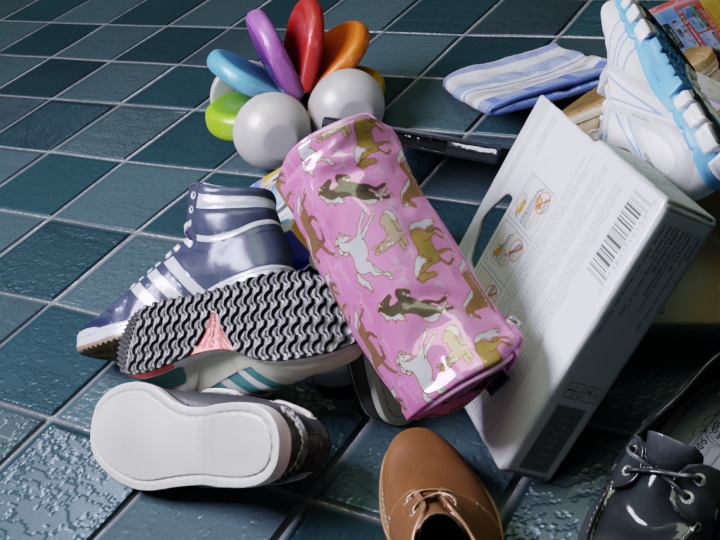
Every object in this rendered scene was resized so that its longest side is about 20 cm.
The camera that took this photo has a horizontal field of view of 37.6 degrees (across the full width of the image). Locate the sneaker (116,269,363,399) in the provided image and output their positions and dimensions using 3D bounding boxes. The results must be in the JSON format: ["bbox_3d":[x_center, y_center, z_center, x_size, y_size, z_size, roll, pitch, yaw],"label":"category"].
[{"bbox_3d":[-0.072,0.057,0.759,0.199,0.093,0.070,-10,58,25],"label":"sneaker"}]

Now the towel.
[{"bbox_3d":[0.174,-0.202,1.109,0.147,0.024,0.200,-16,19,-3],"label":"towel"}]

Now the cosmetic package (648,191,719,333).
[{"bbox_3d":[0.211,-0.008,0.748,0.200,0.105,0.071,-2,-8,18],"label":"cosmetic package"}]

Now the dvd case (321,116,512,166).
[{"bbox_3d":[0.082,-0.117,0.990,0.200,0.018,0.143,16,11,37],"label":"dvd case"}]

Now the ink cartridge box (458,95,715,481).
[{"bbox_3d":[0.123,0.007,0.701,0.043,0.200,0.174,17,23,-24],"label":"ink cartridge box"}]

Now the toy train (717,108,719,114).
[{"bbox_3d":[0.288,-0.082,0.774,0.200,0.056,0.150,4,-1,45],"label":"toy train"}]

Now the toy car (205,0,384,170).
[{"bbox_3d":[-0.076,-0.210,1.130,0.200,0.150,0.175,-19,33,-10],"label":"toy car"}]

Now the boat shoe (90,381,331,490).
[{"bbox_3d":[-0.108,0.114,0.728,0.200,0.074,0.060,-7,-11,39],"label":"boat shoe"}]

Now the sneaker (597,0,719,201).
[{"bbox_3d":[0.189,-0.115,0.727,0.087,0.075,0.200,-39,38,28],"label":"sneaker"}]

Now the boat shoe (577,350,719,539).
[{"bbox_3d":[0.185,0.114,0.618,0.199,0.066,0.074,-35,39,-30],"label":"boat shoe"}]

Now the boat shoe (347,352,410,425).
[{"bbox_3d":[0.006,0.011,0.763,0.060,0.202,0.072,-12,-11,42],"label":"boat shoe"}]

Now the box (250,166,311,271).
[{"bbox_3d":[-0.073,-0.039,0.925,0.119,0.041,0.200,-28,21,29],"label":"box"}]

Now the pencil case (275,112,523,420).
[{"bbox_3d":[0.022,-0.005,0.673,0.086,0.083,0.200,-19,69,-35],"label":"pencil case"}]

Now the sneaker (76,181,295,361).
[{"bbox_3d":[-0.142,0.000,0.838,0.200,0.070,0.109,-19,69,22],"label":"sneaker"}]

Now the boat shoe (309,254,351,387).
[{"bbox_3d":[0.005,0.000,0.837,0.074,0.086,0.202,5,38,27],"label":"boat shoe"}]

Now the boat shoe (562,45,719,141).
[{"bbox_3d":[0.247,-0.138,0.964,0.074,0.069,0.200,-40,13,-30],"label":"boat shoe"}]

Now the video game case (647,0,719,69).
[{"bbox_3d":[0.327,-0.177,0.879,0.017,0.143,0.200,-41,12,-14],"label":"video game case"}]

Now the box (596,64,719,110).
[{"bbox_3d":[0.294,-0.127,0.867,0.200,0.041,0.039,25,43,1],"label":"box"}]

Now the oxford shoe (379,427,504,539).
[{"bbox_3d":[0.049,0.148,0.613,0.071,0.071,0.200,-16,31,-1],"label":"oxford shoe"}]
